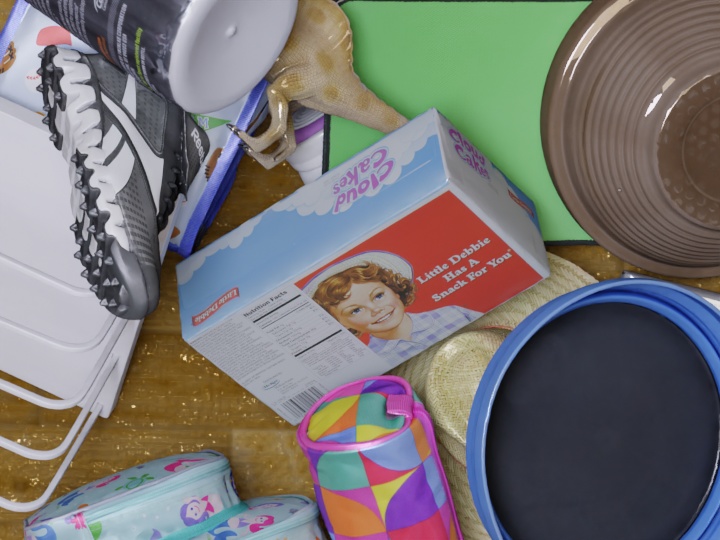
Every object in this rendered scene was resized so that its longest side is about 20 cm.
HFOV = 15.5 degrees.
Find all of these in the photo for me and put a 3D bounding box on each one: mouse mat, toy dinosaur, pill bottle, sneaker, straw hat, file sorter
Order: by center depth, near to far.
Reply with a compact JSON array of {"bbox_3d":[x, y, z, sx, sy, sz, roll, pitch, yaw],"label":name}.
[{"bbox_3d":[-0.139,-0.181,1.512,0.200,0.106,0.106,35,93,27],"label":"pill bottle"},{"bbox_3d":[-0.125,-0.057,1.513,0.090,0.067,0.200,-5,49,-16],"label":"sneaker"},{"bbox_3d":[-0.037,-0.111,1.561,0.200,0.058,0.101,40,86,-8],"label":"toy dinosaur"},{"bbox_3d":[-0.210,0.024,1.593,0.138,0.125,0.200,24,130,3],"label":"file sorter"},{"bbox_3d":[0.082,0.082,1.618,0.200,0.085,0.202,-1,86,19],"label":"straw hat"},{"bbox_3d":[0.075,-0.091,1.625,0.199,0.008,0.162,-1,108,-11],"label":"mouse mat"},{"bbox_3d":[0.050,-0.100,1.661,0.200,0.075,0.100,-31,112,1],"label":"sneaker"}]

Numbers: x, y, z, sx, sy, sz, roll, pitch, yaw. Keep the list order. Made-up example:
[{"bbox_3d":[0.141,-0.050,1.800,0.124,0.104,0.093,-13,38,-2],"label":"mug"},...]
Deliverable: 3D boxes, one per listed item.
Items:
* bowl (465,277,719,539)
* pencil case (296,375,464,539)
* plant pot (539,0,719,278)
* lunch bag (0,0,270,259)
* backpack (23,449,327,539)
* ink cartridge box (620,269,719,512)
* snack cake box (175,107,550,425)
[{"bbox_3d":[0.153,0.104,1.579,0.200,0.039,0.201,-2,95,-24],"label":"bowl"},{"bbox_3d":[0.027,0.163,1.606,0.088,0.088,0.201,-18,118,3],"label":"pencil case"},{"bbox_3d":[0.216,-0.085,1.599,0.200,0.093,0.202,-3,106,-10],"label":"plant pot"},{"bbox_3d":[-0.136,-0.128,1.637,0.170,0.124,0.201,25,85,1],"label":"lunch bag"},{"bbox_3d":[-0.113,0.191,1.610,0.199,0.178,0.151,-12,90,-7],"label":"backpack"},{"bbox_3d":[0.238,0.119,1.654,0.197,0.047,0.201,13,94,3],"label":"ink cartridge box"},{"bbox_3d":[0.000,0.000,1.599,0.200,0.067,0.115,-31,133,20],"label":"snack cake box"}]
